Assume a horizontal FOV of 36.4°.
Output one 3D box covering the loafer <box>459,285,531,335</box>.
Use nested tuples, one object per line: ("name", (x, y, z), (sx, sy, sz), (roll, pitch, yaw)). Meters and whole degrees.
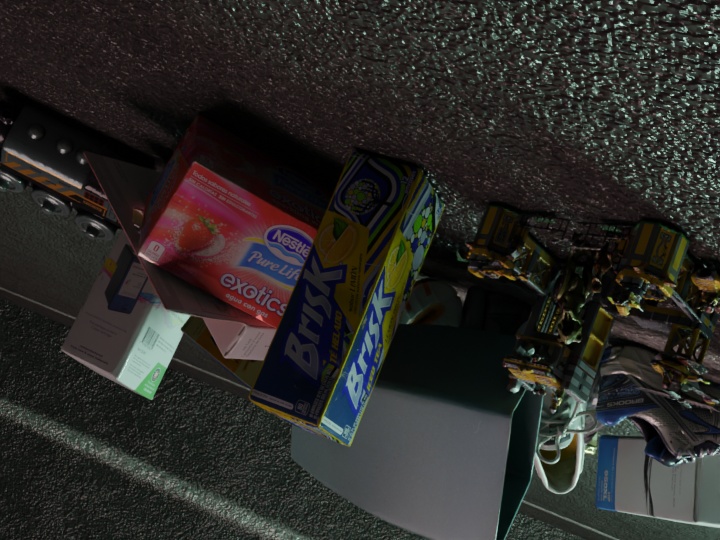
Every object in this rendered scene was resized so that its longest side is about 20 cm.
("loafer", (0.120, 0.099, 1.061), (0.062, 0.073, 0.202), (6, 135, 1))

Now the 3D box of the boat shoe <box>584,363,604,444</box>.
("boat shoe", (0.242, 0.146, 1.150), (0.064, 0.075, 0.203), (25, 160, 12))

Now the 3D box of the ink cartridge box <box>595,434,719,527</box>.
("ink cartridge box", (0.356, 0.222, 1.145), (0.142, 0.086, 0.200), (9, 170, -14))

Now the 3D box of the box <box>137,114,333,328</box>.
("box", (-0.074, -0.027, 0.906), (0.198, 0.095, 0.103), (29, -158, -20))

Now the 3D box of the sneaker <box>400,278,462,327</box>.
("sneaker", (0.013, 0.077, 1.055), (0.079, 0.198, 0.077), (55, -173, -11))

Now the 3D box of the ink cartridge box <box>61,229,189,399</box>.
("ink cartridge box", (-0.268, 0.041, 1.356), (0.086, 0.202, 0.146), (23, 168, 13))

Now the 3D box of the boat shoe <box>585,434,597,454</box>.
("boat shoe", (0.181, 0.183, 1.268), (0.196, 0.064, 0.073), (0, 173, -3))

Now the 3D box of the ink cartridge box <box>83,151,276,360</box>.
("ink cartridge box", (-0.144, -0.011, 0.953), (0.175, 0.045, 0.201), (10, -144, -46))

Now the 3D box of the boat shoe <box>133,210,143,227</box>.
("boat shoe", (-0.170, -0.055, 1.102), (0.071, 0.067, 0.200), (18, 170, 40))

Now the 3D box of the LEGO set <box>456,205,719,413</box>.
("LEGO set", (0.158, 0.040, 0.779), (0.198, 0.117, 0.154), (13, 163, 38))

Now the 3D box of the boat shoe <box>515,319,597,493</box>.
("boat shoe", (0.179, 0.138, 1.016), (0.073, 0.087, 0.204), (-6, 132, 4))

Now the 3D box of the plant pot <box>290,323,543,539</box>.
("plant pot", (0.046, 0.128, 0.944), (0.197, 0.144, 0.141), (13, -156, 18))

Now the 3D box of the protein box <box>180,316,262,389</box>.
("protein box", (-0.053, 0.095, 1.187), (0.200, 0.136, 0.198), (44, 170, -33))

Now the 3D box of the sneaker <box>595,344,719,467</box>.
("sneaker", (0.302, 0.146, 1.010), (0.197, 0.086, 0.077), (24, 167, -3))

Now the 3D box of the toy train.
("toy train", (-0.302, -0.106, 1.124), (0.198, 0.086, 0.114), (28, 154, -9))

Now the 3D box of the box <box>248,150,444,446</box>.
("box", (-0.007, 0.021, 0.812), (0.063, 0.203, 0.070), (15, 166, 26))
